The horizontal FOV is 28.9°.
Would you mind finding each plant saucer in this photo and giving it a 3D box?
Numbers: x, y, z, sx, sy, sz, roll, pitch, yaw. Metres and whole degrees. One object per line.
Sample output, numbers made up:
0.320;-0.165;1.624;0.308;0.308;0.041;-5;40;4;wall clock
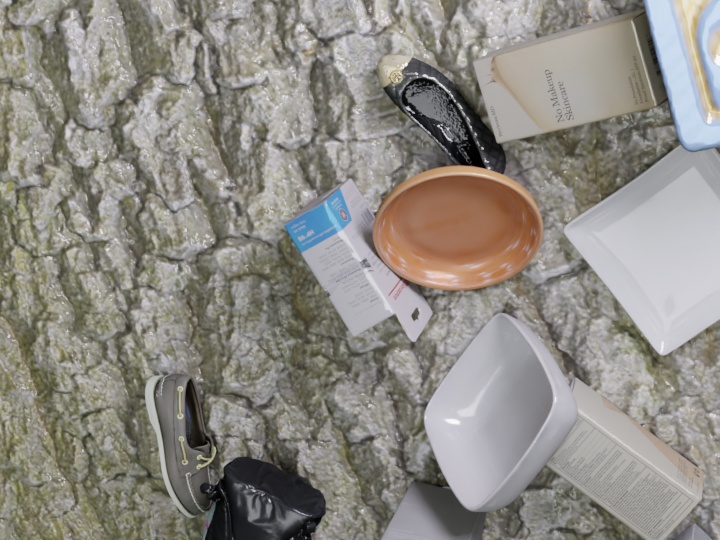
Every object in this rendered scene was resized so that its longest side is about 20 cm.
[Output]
0.115;-0.054;1.651;0.200;0.037;0.200;1;138;1;plant saucer

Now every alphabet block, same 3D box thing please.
0.409;-0.254;1.455;0.195;0.200;0.197;-11;105;18;alphabet block

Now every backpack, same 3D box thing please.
-0.134;0.361;1.852;0.167;0.127;0.200;27;114;18;backpack

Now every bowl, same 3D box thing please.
0.177;0.176;1.684;0.075;0.200;0.200;21;115;-30;bowl

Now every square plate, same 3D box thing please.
0.374;-0.030;1.632;0.200;0.028;0.198;-37;96;23;square plate

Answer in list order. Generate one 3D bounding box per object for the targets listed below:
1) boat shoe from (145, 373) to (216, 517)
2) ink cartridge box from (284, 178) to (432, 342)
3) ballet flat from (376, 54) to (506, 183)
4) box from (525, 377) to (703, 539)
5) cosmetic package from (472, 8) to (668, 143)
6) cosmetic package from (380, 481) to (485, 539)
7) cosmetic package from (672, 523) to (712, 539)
-0.230;0.234;1.865;0.060;0.072;0.202;-10;101;23;boat shoe
0.000;0.000;1.699;0.067;0.116;0.200;-29;98;22;ink cartridge box
0.097;-0.181;1.643;0.200;0.057;0.066;43;113;-1;ballet flat
0.311;0.233;1.709;0.200;0.078;0.095;38;114;1;box
0.238;-0.215;1.557;0.200;0.073;0.104;-12;103;35;cosmetic package
0.086;0.349;1.739;0.107;0.200;0.090;12;108;15;cosmetic package
0.368;0.419;1.741;0.090;0.107;0.200;43;115;0;cosmetic package
